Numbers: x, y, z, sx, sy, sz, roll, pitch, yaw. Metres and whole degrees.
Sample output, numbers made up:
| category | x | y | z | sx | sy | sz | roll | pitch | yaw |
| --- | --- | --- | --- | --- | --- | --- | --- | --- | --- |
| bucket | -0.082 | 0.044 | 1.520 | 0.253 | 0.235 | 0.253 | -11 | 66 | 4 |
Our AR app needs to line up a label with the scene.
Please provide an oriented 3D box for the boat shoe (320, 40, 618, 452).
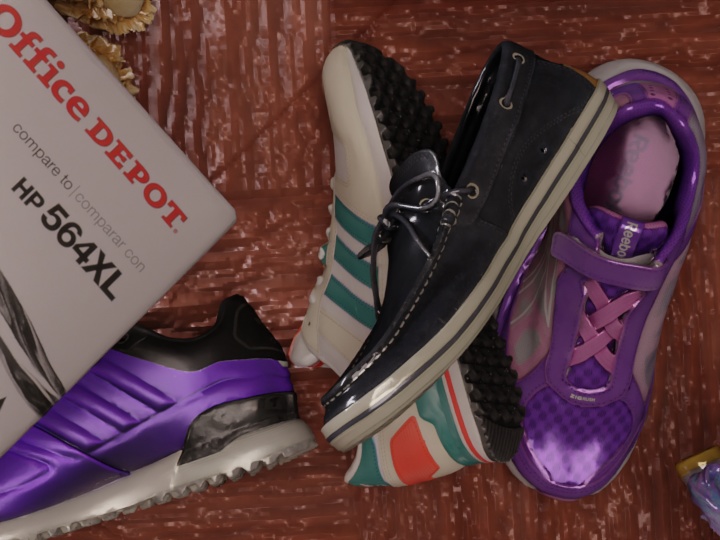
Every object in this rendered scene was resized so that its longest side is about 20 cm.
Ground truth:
| category | x | y | z | sx | sy | sz | roll | pitch | yaw |
| --- | --- | --- | --- | --- | --- | --- | --- | --- | --- |
| boat shoe | 0.033 | -0.013 | 0.785 | 0.062 | 0.075 | 0.201 | 37 | 64 | -5 |

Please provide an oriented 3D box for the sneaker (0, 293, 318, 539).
| category | x | y | z | sx | sy | sz | roll | pitch | yaw |
| --- | --- | --- | --- | --- | --- | --- | --- | --- | --- |
| sneaker | -0.127 | 0.063 | 0.870 | 0.198 | 0.070 | 0.100 | -16 | 85 | -6 |

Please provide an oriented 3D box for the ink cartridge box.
| category | x | y | z | sx | sy | sz | roll | pitch | yaw |
| --- | --- | --- | --- | --- | --- | --- | --- | --- | --- |
| ink cartridge box | -0.172 | -0.006 | 0.786 | 0.200 | 0.084 | 0.146 | -46 | 104 | -17 |

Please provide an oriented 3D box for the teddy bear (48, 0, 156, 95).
| category | x | y | z | sx | sy | sz | roll | pitch | yaw |
| --- | --- | --- | --- | --- | --- | --- | --- | --- | --- |
| teddy bear | -0.186 | -0.125 | 0.869 | 0.198 | 0.067 | 0.146 | -1 | 96 | -9 |

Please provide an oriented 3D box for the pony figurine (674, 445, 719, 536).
| category | x | y | z | sx | sy | sz | roll | pitch | yaw |
| --- | --- | --- | --- | --- | --- | --- | --- | --- | --- |
| pony figurine | 0.204 | 0.158 | 0.817 | 0.166 | 0.193 | 0.201 | -25 | 83 | 7 |

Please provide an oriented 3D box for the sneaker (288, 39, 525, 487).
| category | x | y | z | sx | sy | sz | roll | pitch | yaw |
| --- | --- | --- | --- | --- | --- | --- | --- | --- | --- |
| sneaker | 0.000 | 0.000 | 0.868 | 0.093 | 0.070 | 0.201 | -22 | 79 | 24 |

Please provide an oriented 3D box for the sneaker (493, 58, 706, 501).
| category | x | y | z | sx | sy | sz | roll | pitch | yaw |
| --- | --- | --- | --- | --- | --- | --- | --- | --- | --- |
| sneaker | 0.106 | 0.004 | 0.864 | 0.080 | 0.088 | 0.202 | 13 | 91 | -4 |
